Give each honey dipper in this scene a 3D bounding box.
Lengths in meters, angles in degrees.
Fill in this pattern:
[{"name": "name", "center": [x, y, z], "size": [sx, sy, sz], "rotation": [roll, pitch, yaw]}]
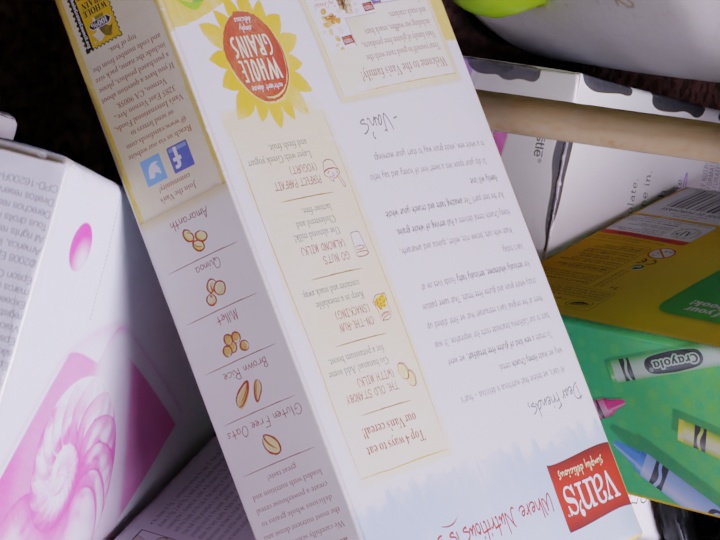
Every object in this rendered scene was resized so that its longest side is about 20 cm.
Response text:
[{"name": "honey dipper", "center": [0.048, -0.049, 0.836], "size": [0.038, 0.199, 0.038], "rotation": [-14, 109, -50]}]

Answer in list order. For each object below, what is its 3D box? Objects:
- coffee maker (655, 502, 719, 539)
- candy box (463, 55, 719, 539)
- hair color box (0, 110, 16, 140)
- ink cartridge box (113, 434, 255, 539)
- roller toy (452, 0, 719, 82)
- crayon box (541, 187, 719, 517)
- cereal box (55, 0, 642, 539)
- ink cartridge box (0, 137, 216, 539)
[{"name": "coffee maker", "center": [0.216, 0.087, 0.955], "size": [0.135, 0.199, 0.193], "rotation": [42, 68, -46]}, {"name": "candy box", "center": [0.094, 0.020, 1.005], "size": [0.200, 0.071, 0.169], "rotation": [9, 93, -50]}, {"name": "hair color box", "center": [-0.171, 0.038, 0.717], "size": [0.109, 0.065, 0.201], "rotation": [18, 88, -50]}, {"name": "ink cartridge box", "center": [-0.027, 0.145, 0.834], "size": [0.200, 0.083, 0.176], "rotation": [-45, 146, -59]}, {"name": "roller toy", "center": [0.119, -0.159, 0.934], "size": [0.182, 0.139, 0.201], "rotation": [26, 80, -49]}, {"name": "crayon box", "center": [0.146, 0.030, 0.859], "size": [0.119, 0.199, 0.059], "rotation": [-26, 117, -41]}, {"name": "cereal box", "center": [0.000, 0.000, 0.770], "size": [0.144, 0.039, 0.201], "rotation": [-11, 79, -58]}, {"name": "ink cartridge box", "center": [-0.090, 0.076, 0.779], "size": [0.196, 0.043, 0.201], "rotation": [27, 77, -74]}]
